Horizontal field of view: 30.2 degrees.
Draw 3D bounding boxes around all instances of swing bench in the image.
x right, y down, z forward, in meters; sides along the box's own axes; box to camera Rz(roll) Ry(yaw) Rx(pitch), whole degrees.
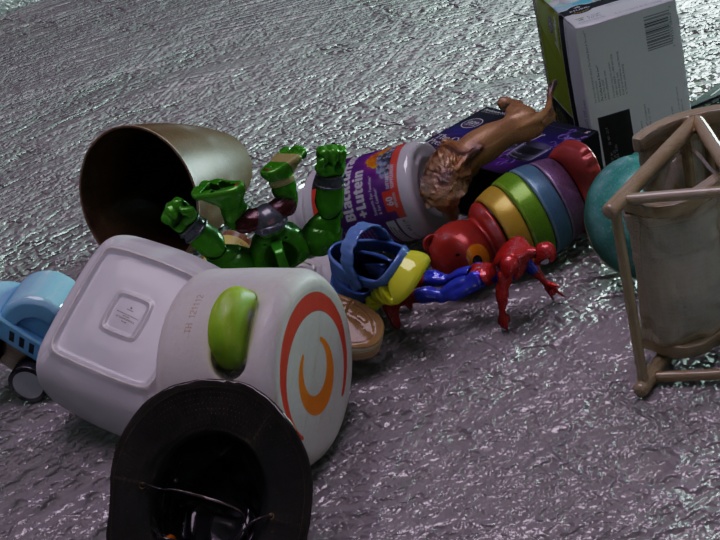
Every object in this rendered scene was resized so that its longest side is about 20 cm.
[{"bbox_3d":[0.314,-0.022,1.235,0.128,0.201,0.200,-3,28,22],"label":"swing bench"}]

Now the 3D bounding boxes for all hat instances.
[{"bbox_3d":[-0.118,0.196,1.131,0.198,0.203,0.081,-8,-13,14],"label":"hat"}]

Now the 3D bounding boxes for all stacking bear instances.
[{"bbox_3d":[0.166,-0.048,1.469,0.199,0.122,0.114,-29,23,-10],"label":"stacking bear"}]

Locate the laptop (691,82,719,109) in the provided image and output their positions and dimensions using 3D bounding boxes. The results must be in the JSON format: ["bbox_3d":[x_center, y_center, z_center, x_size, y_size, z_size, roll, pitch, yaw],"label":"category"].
[{"bbox_3d":[0.540,-0.219,1.705,0.177,0.104,0.199,-33,6,-33],"label":"laptop"}]

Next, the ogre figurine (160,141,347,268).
[{"bbox_3d":[-0.100,-0.051,1.416,0.199,0.121,0.098,-28,26,-19],"label":"ogre figurine"}]

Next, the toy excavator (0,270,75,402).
[{"bbox_3d":[-0.317,0.049,1.473,0.201,0.193,0.100,-53,10,29],"label":"toy excavator"}]

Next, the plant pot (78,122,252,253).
[{"bbox_3d":[-0.232,-0.114,1.741,0.185,0.189,0.200,1,16,28],"label":"plant pot"}]

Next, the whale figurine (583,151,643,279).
[{"bbox_3d":[0.329,-0.072,1.372,0.198,0.161,0.104,-19,-10,4],"label":"whale figurine"}]

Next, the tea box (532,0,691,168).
[{"bbox_3d":[0.313,-0.253,1.672,0.132,0.202,0.197,-16,27,-3],"label":"tea box"}]

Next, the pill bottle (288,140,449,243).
[{"bbox_3d":[0.000,-0.079,1.584,0.198,0.112,0.112,-13,24,31],"label":"pill bottle"}]

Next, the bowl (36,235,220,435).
[{"bbox_3d":[-0.226,0.060,1.357,0.198,0.075,0.201,20,70,23],"label":"bowl"}]

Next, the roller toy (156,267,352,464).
[{"bbox_3d":[-0.101,0.092,1.250,0.138,0.202,0.182,0,20,26],"label":"roller toy"}]

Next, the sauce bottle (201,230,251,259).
[{"bbox_3d":[-0.171,0.024,1.540,0.065,0.067,0.201,-7,26,15],"label":"sauce bottle"}]

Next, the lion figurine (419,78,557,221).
[{"bbox_3d":[0.147,-0.144,1.501,0.200,0.073,0.123,-41,7,12],"label":"lion figurine"}]

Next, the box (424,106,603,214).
[{"bbox_3d":[0.180,-0.128,1.643,0.140,0.080,0.199,-28,30,-30],"label":"box"}]

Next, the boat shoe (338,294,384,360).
[{"bbox_3d":[-0.065,0.068,1.398,0.198,0.070,0.074,6,48,20],"label":"boat shoe"}]

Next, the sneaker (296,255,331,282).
[{"bbox_3d":[-0.083,0.017,1.497,0.199,0.081,0.070,-32,30,-32],"label":"sneaker"}]

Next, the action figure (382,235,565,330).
[{"bbox_3d":[0.131,0.028,1.398,0.199,0.099,0.065,-25,21,35],"label":"action figure"}]

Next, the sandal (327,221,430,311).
[{"bbox_3d":[0.000,0.000,1.407,0.080,0.087,0.200,-54,9,-28],"label":"sandal"}]
